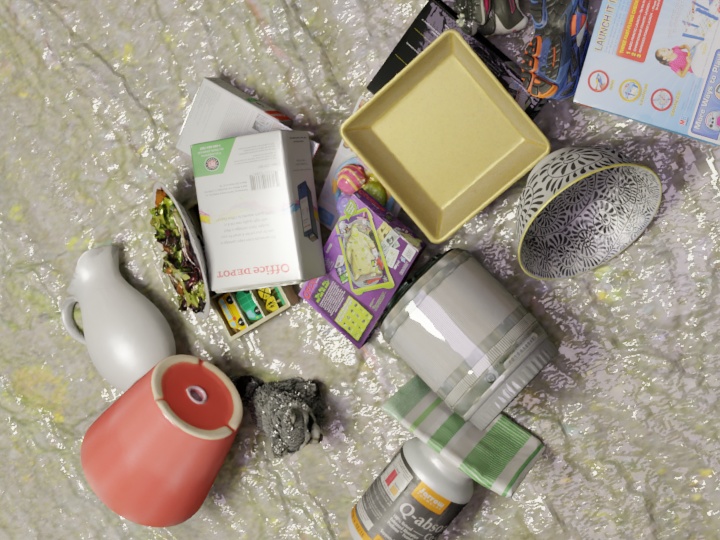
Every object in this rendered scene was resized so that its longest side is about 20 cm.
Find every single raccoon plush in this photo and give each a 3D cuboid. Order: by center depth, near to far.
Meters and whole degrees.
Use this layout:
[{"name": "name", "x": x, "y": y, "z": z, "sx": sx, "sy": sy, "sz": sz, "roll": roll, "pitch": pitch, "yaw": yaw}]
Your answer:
[{"name": "raccoon plush", "x": -0.139, "y": 0.209, "z": 1.746, "sx": 0.197, "sy": 0.134, "sz": 0.098, "roll": -1, "pitch": 98, "yaw": 20}]

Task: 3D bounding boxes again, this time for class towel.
[{"name": "towel", "x": 0.139, "y": 0.206, "z": 1.637, "sx": 0.199, "sy": 0.152, "sz": 0.024, "roll": 37, "pitch": 121, "yaw": 11}]

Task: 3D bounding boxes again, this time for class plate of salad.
[{"name": "plate of salad", "x": -0.258, "y": -0.024, "z": 1.737, "sx": 0.048, "sy": 0.200, "sz": 0.202, "roll": -21, "pitch": 89, "yaw": -20}]

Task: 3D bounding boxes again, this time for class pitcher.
[{"name": "pitcher", "x": -0.364, "y": 0.090, "z": 1.837, "sx": 0.201, "sy": 0.120, "sz": 0.172, "roll": 57, "pitch": 132, "yaw": 16}]

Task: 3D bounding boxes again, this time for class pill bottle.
[{"name": "pill bottle", "x": 0.080, "y": 0.299, "z": 1.687, "sx": 0.116, "sy": 0.116, "sz": 0.201, "roll": 41, "pitch": 109, "yaw": 11}]

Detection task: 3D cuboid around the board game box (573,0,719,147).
[{"name": "board game box", "x": 0.384, "y": -0.275, "z": 1.533, "sx": 0.194, "sy": 0.056, "sz": 0.203, "roll": 20, "pitch": 103, "yaw": 17}]

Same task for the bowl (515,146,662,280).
[{"name": "bowl", "x": 0.265, "y": -0.089, "z": 1.555, "sx": 0.200, "sy": 0.200, "sz": 0.095, "roll": -41, "pitch": 52, "yaw": 20}]

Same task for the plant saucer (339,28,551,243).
[{"name": "plant saucer", "x": 0.107, "y": -0.171, "z": 1.583, "sx": 0.199, "sy": 0.049, "sz": 0.200, "roll": -39, "pitch": 99, "yaw": 19}]

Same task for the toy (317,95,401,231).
[{"name": "toy", "x": 0.004, "y": -0.117, "z": 1.675, "sx": 0.114, "sy": 0.047, "sz": 0.202, "roll": 33, "pitch": 120, "yaw": 15}]

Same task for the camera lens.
[{"name": "camera lens", "x": 0.136, "y": 0.085, "z": 1.615, "sx": 0.200, "sy": 0.160, "sz": 0.160, "roll": 45, "pitch": 109, "yaw": 10}]

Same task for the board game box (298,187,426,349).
[{"name": "board game box", "x": 0.000, "y": 0.000, "z": 1.688, "sx": 0.120, "sy": 0.032, "sz": 0.201, "roll": 39, "pitch": 130, "yaw": 9}]

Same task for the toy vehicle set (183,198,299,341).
[{"name": "toy vehicle set", "x": -0.182, "y": -0.015, "z": 1.782, "sx": 0.124, "sy": 0.026, "sz": 0.202, "roll": -30, "pitch": 85, "yaw": 30}]

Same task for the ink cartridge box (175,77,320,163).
[{"name": "ink cartridge box", "x": -0.151, "y": -0.177, "z": 1.749, "sx": 0.198, "sy": 0.050, "sz": 0.110, "roll": 30, "pitch": 106, "yaw": 14}]

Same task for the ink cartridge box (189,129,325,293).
[{"name": "ink cartridge box", "x": -0.137, "y": -0.079, "z": 1.680, "sx": 0.143, "sy": 0.087, "sz": 0.203, "roll": -6, "pitch": 92, "yaw": 24}]

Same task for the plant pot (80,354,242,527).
[{"name": "plant pot", "x": -0.264, "y": 0.226, "z": 1.742, "sx": 0.200, "sy": 0.200, "sz": 0.178, "roll": 45, "pitch": 124, "yaw": 10}]

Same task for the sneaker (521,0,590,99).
[{"name": "sneaker", "x": 0.255, "y": -0.308, "z": 1.574, "sx": 0.075, "sy": 0.078, "sz": 0.203, "roll": 12, "pitch": 86, "yaw": 43}]

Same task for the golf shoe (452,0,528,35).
[{"name": "golf shoe", "x": 0.163, "y": -0.396, "z": 1.601, "sx": 0.087, "sy": 0.077, "sz": 0.203, "roll": 1, "pitch": 81, "yaw": -21}]

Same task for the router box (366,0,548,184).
[{"name": "router box", "x": 0.126, "y": -0.235, "z": 1.636, "sx": 0.200, "sy": 0.051, "sz": 0.150, "roll": 43, "pitch": 111, "yaw": 11}]
